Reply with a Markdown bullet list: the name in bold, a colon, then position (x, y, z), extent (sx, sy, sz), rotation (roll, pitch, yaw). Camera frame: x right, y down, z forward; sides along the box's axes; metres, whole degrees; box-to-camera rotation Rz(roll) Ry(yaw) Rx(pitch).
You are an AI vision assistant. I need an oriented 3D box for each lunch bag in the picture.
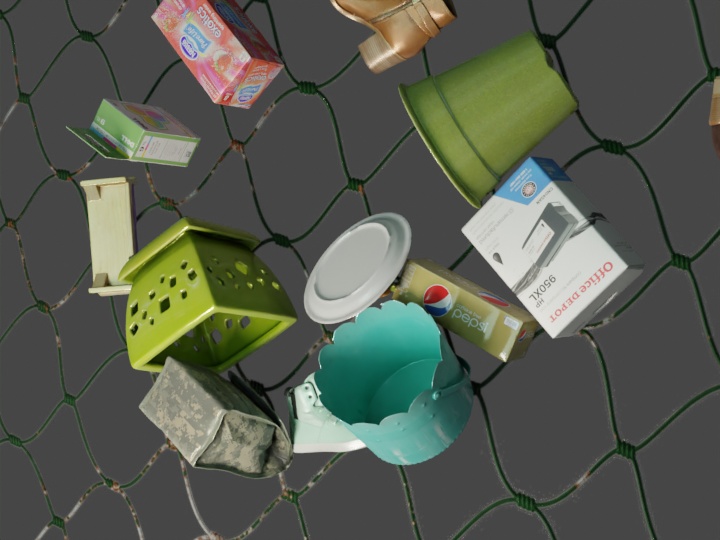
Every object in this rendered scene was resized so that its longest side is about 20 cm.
- **lunch bag**: position (-0.204, 0.228, 1.685), extent (0.164, 0.200, 0.118), rotation (36, 96, 39)

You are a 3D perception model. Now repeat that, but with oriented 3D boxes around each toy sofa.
- **toy sofa**: position (-0.420, -0.059, 1.898), extent (0.082, 0.098, 0.202), rotation (-5, 88, 6)

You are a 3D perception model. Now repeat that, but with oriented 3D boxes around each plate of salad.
- **plate of salad**: position (0.000, 0.000, 1.613), extent (0.199, 0.048, 0.201), rotation (-31, 35, 25)

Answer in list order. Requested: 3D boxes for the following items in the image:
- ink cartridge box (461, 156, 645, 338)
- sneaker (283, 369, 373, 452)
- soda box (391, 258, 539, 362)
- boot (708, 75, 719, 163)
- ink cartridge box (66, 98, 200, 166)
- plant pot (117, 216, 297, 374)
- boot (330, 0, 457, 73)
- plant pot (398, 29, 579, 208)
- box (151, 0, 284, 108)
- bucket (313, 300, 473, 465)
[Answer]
- **ink cartridge box**: position (0.257, -0.031, 1.477), extent (0.145, 0.084, 0.200), rotation (-48, 69, 23)
- **sneaker**: position (-0.034, 0.207, 1.660), extent (0.199, 0.074, 0.119), rotation (-11, 92, 33)
- **soda box**: position (0.147, 0.053, 1.554), extent (0.199, 0.068, 0.064), rotation (30, 106, 27)
- **boot**: position (0.527, -0.164, 1.335), extent (0.199, 0.072, 0.168), rotation (-4, 101, 30)
- **ink cartridge box**: position (-0.362, -0.223, 1.779), extent (0.104, 0.200, 0.060), rotation (37, 109, 24)
- **plant pot**: position (-0.249, 0.037, 1.722), extent (0.198, 0.199, 0.183), rotation (-34, 65, 27)
- **boot**: position (0.041, -0.406, 1.603), extent (0.155, 0.077, 0.201), rotation (-30, 79, 30)
- **plant pot**: position (0.183, -0.217, 1.474), extent (0.189, 0.200, 0.201), rotation (-32, 75, 15)
- **box**: position (-0.229, -0.365, 1.757), extent (0.103, 0.094, 0.200), rotation (-45, 69, 25)
- **bucket**: position (0.052, 0.159, 1.532), extent (0.206, 0.135, 0.208), rotation (-19, 45, 20)
